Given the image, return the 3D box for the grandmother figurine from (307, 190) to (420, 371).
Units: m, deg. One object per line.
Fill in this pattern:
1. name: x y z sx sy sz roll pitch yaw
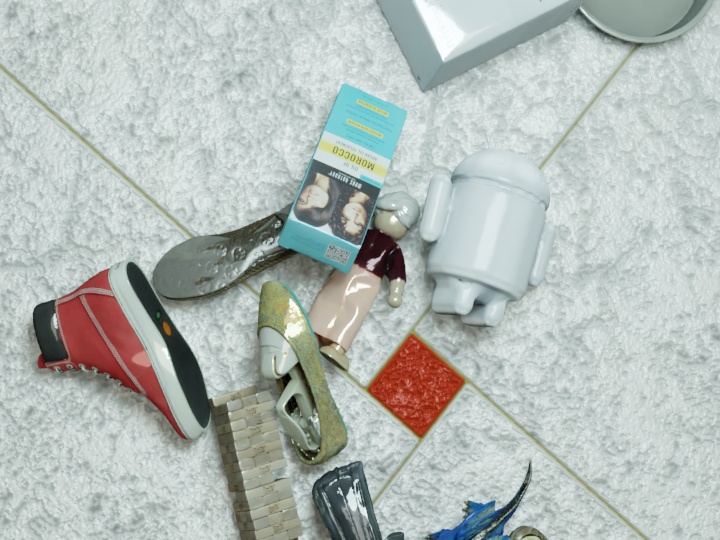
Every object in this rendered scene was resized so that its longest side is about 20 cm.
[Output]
1. grandmother figurine: 0.000 0.000 1.255 0.120 0.061 0.202 30 78 11

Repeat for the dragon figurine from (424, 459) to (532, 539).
1. dragon figurine: 0.125 0.277 1.216 0.198 0.099 0.059 -31 88 -13

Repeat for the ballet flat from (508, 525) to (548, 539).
1. ballet flat: 0.207 0.372 1.239 0.066 0.046 0.204 -17 89 -12

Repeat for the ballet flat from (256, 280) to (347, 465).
1. ballet flat: -0.069 0.112 1.200 0.070 0.071 0.203 -23 108 -10

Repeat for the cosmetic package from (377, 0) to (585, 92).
1. cosmetic package: 0.118 -0.340 1.277 0.198 0.123 0.202 -27 87 -8

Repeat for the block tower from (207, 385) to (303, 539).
1. block tower: -0.105 0.223 1.208 0.053 0.058 0.204 -12 84 -28

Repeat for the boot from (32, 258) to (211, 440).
1. boot: -0.253 0.105 1.212 0.142 0.073 0.202 -25 102 13

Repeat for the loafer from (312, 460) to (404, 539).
1. loafer: 0.018 0.298 1.215 0.070 0.068 0.203 -27 84 -1

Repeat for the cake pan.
1. cake pan: 0.320 -0.358 1.348 0.196 0.037 0.205 1 83 -7

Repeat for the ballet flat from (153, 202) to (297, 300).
1. ballet flat: -0.126 -0.020 1.243 0.197 0.046 0.068 -25 77 -6

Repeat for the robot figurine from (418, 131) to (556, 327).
1. robot figurine: 0.138 -0.043 1.248 0.168 0.112 0.203 23 80 -28

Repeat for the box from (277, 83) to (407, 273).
1. box: -0.016 -0.101 1.225 0.081 0.049 0.202 22 54 -5
